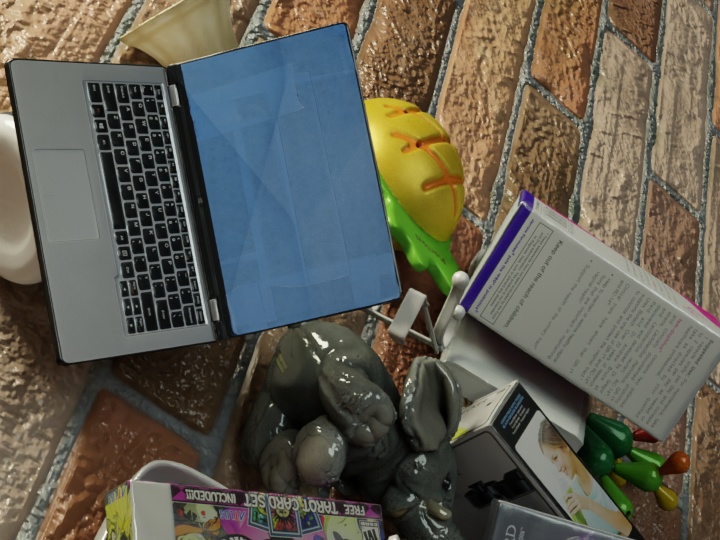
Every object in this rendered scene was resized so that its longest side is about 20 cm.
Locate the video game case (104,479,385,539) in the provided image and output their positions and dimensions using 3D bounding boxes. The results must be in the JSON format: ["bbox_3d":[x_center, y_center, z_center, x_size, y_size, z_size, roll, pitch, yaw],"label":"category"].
[{"bbox_3d":[-0.058,0.225,0.785,0.198,0.036,0.184,14,57,-38],"label":"video game case"}]

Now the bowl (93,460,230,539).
[{"bbox_3d":[-0.104,0.244,0.810,0.199,0.074,0.201,37,45,-19],"label":"bowl"}]

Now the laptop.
[{"bbox_3d":[-0.095,-0.054,0.821,0.198,0.115,0.190,-6,82,-48],"label":"laptop"}]

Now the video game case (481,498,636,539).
[{"bbox_3d":[0.169,0.265,0.966,0.197,0.019,0.145,18,81,-14],"label":"video game case"}]

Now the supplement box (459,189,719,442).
[{"bbox_3d":[0.190,0.034,1.072,0.198,0.104,0.101,32,12,3],"label":"supplement box"}]

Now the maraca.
[{"bbox_3d":[0.038,-0.065,1.101,0.137,0.107,0.202,33,30,-42],"label":"maraca"}]

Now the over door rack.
[{"bbox_3d":[0.000,0.000,0.959,0.146,0.067,0.200,25,0,14],"label":"over door rack"}]

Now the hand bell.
[{"bbox_3d":[-0.100,-0.123,1.053,0.104,0.103,0.202,-42,109,-48],"label":"hand bell"}]

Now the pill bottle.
[{"bbox_3d":[-0.172,-0.068,0.912,0.199,0.112,0.113,-22,81,-48],"label":"pill bottle"}]

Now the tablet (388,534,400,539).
[{"bbox_3d":[0.041,0.288,0.856,0.013,0.131,0.203,-8,62,2],"label":"tablet"}]

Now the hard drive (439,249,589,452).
[{"bbox_3d":[0.140,0.066,1.130,0.131,0.026,0.201,31,31,-3],"label":"hard drive"}]

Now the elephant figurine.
[{"bbox_3d":[0.017,0.130,0.972,0.199,0.141,0.157,26,86,-37],"label":"elephant figurine"}]

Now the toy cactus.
[{"bbox_3d":[0.202,0.144,1.161,0.198,0.102,0.167,-1,55,-35],"label":"toy cactus"}]

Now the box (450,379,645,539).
[{"bbox_3d":[0.136,0.198,1.038,0.201,0.116,0.060,52,44,-7],"label":"box"}]
